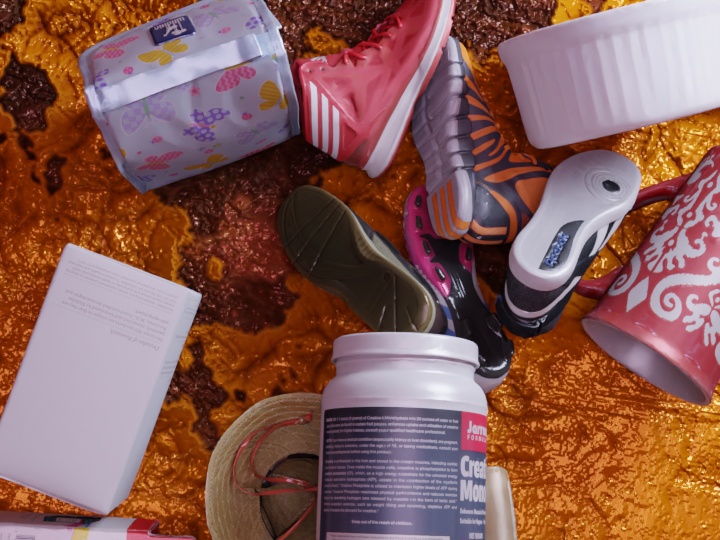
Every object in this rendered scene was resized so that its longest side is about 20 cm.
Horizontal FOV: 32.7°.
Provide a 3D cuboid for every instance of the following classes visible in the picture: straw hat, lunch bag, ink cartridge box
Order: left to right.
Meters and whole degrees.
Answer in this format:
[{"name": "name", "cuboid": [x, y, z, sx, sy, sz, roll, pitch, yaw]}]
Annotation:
[{"name": "ink cartridge box", "cuboid": [-0.244, 0.280, 1.087, 0.197, 0.067, 0.118, 4, 88, -2]}, {"name": "lunch bag", "cuboid": [-0.142, -0.156, 1.047, 0.167, 0.200, 0.129, -21, 89, -3]}, {"name": "straw hat", "cuboid": [-0.050, 0.208, 1.086, 0.198, 0.085, 0.204, 3, 79, -17]}]

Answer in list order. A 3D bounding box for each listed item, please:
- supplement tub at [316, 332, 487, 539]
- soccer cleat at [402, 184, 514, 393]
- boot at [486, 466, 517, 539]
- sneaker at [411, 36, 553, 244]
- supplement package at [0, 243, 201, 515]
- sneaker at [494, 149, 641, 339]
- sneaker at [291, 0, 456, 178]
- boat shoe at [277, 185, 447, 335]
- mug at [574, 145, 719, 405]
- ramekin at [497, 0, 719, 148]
[{"name": "supplement tub", "cuboid": [0.034, 0.160, 1.002, 0.138, 0.140, 0.203, 3, 79, -2]}, {"name": "soccer cleat", "cuboid": [0.074, 0.022, 1.116, 0.069, 0.086, 0.202, -5, 64, -28]}, {"name": "boot", "cuboid": [0.068, 0.291, 1.070, 0.173, 0.066, 0.203, -17, 63, 14]}, {"name": "sneaker", "cuboid": [0.113, -0.114, 1.125, 0.111, 0.077, 0.203, 6, 69, -27]}, {"name": "supplement package", "cuboid": [-0.230, 0.093, 1.073, 0.116, 0.117, 0.203, 20, 86, -2]}, {"name": "sneaker", "cuboid": [0.174, -0.019, 1.082, 0.073, 0.113, 0.200, 32, 48, 16]}, {"name": "sneaker", "cuboid": [0.006, -0.196, 1.105, 0.114, 0.078, 0.203, 21, 88, -14]}, {"name": "boat shoe", "cuboid": [0.001, 0.000, 1.093, 0.072, 0.066, 0.201, -52, 56, 5]}, {"name": "mug", "cuboid": [0.289, -0.013, 1.096, 0.177, 0.133, 0.201, 36, 83, -2]}, {"name": "ramekin", "cuboid": [0.225, -0.172, 1.070, 0.197, 0.200, 0.099, -14, 96, -3]}]
